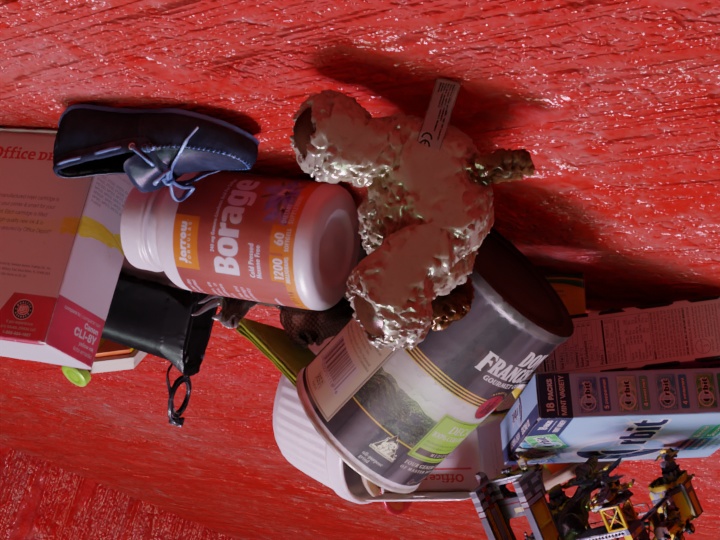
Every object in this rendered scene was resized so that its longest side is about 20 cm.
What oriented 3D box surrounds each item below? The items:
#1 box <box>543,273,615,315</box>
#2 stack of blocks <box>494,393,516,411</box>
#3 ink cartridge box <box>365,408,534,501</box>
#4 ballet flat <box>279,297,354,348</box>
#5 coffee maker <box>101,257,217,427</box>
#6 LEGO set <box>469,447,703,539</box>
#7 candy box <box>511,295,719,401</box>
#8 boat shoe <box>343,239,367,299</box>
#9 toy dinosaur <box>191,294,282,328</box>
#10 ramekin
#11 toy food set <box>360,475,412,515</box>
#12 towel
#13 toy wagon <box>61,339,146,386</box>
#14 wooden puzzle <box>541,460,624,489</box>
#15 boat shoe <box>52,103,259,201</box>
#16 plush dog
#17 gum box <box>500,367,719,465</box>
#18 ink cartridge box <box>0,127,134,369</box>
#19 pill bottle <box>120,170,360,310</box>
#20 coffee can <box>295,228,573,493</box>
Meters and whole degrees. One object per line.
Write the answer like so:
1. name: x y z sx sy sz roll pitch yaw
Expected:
1. box: 0.135 0.044 1.510 0.198 0.049 0.117 -1 160 5
2. stack of blocks: 0.105 0.110 1.631 0.199 0.059 0.115 -7 -178 -39
3. ink cartridge box: 0.093 0.176 1.597 0.116 0.068 0.200 -6 -177 29
4. ballet flat: -0.017 0.046 1.601 0.067 0.047 0.200 5 -174 28
5. coffee maker: -0.253 0.031 1.636 0.198 0.193 0.135 13 158 9
6. LEGO set: 0.197 0.199 1.457 0.153 0.117 0.199 -27 -175 -42
7. candy box: 0.236 0.082 1.469 0.198 0.062 0.136 -8 159 12
8. boat shoe: 0.000 0.000 1.526 0.199 0.065 0.073 1 157 41
9. toy dinosaur: -0.101 0.005 1.643 0.102 0.077 0.200 21 -165 -5
10. ramekin: -0.009 0.142 1.768 0.104 0.201 0.200 19 166 28
11. toy food set: 0.059 0.159 1.737 0.048 0.199 0.200 19 164 27
12. towel: -0.035 0.111 1.505 0.086 0.018 0.200 22 -164 -50
13. toy wagon: -0.306 0.030 1.745 0.199 0.155 0.040 31 146 13
14. wooden puzzle: 0.262 0.160 1.652 0.037 0.184 0.200 56 163 3
15. boat shoe: -0.175 -0.094 1.389 0.199 0.069 0.084 4 159 34
16. plush dog: 0.047 -0.048 1.230 0.159 0.201 0.172 -21 173 -3
17. gum box: 0.237 0.130 1.444 0.198 0.045 0.170 -2 161 -6
18. ink cartridge box: -0.296 -0.022 1.504 0.144 0.202 0.083 6 163 30
19. pill bottle: -0.109 -0.031 1.450 0.199 0.113 0.112 7 161 25
20. coffee can: 0.062 0.070 1.386 0.146 0.200 0.147 38 -160 -16
